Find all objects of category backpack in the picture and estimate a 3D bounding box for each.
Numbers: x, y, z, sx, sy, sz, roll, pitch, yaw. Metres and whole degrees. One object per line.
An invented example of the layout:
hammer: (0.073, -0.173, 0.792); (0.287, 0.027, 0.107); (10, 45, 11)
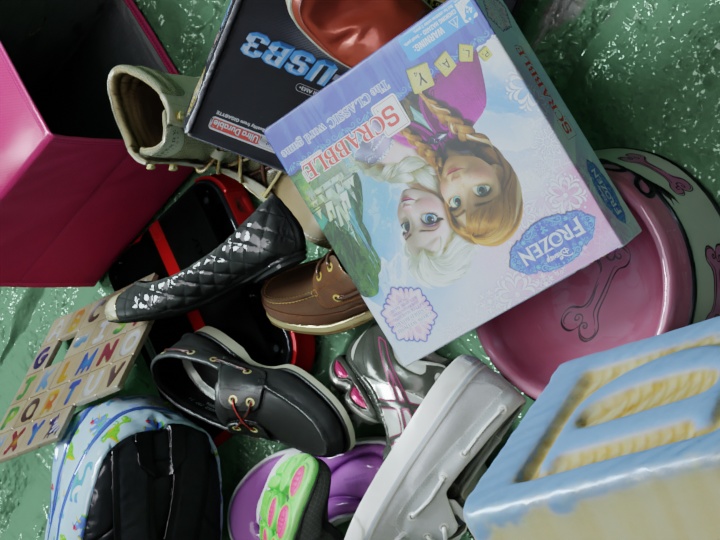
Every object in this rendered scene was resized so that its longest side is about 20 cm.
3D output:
backpack: (-0.191, 0.205, 1.395); (0.154, 0.162, 0.201); (47, 132, 51)

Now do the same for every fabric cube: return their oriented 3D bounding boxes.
fabric cube: (-0.284, -0.120, 1.445); (0.199, 0.200, 0.197); (-46, 64, 29)

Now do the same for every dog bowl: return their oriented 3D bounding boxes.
dog bowl: (0.162, 0.011, 1.182); (0.199, 0.074, 0.201); (0, 91, 37)

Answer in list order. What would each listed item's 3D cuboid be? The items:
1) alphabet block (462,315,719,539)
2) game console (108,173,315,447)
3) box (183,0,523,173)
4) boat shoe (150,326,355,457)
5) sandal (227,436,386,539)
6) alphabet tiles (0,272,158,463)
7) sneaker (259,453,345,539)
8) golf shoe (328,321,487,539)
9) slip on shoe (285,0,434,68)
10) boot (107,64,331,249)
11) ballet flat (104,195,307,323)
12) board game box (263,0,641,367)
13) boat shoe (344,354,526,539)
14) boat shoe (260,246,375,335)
alphabet block: (0.212, 0.162, 1.029); (0.195, 0.196, 0.201); (-19, 106, 37)
game console: (-0.129, 0.036, 1.436); (0.177, 0.031, 0.201); (-41, 65, 36)
box: (-0.006, -0.161, 1.249); (0.050, 0.199, 0.199); (-108, 41, -69)
boat shoe: (-0.087, 0.106, 1.329); (0.201, 0.063, 0.074); (23, 130, 40)
sandal: (-0.045, 0.178, 1.354); (0.202, 0.050, 0.083); (-28, 74, 34)
alphabet tiles: (-0.244, 0.084, 1.446); (0.200, 0.008, 0.168); (-23, 35, 45)
sneaker: (-0.033, 0.230, 1.316); (0.077, 0.083, 0.201); (-129, 34, -61)
golf shoe: (0.056, 0.117, 1.264); (0.088, 0.077, 0.200); (-50, 62, 20)
slip on shoe: (0.035, -0.153, 1.198); (0.200, 0.061, 0.074); (34, 105, -15)
boot: (-0.101, -0.091, 1.330); (0.200, 0.154, 0.072); (50, 118, 28)
ballet flat: (-0.125, -0.002, 1.334); (0.199, 0.066, 0.057); (-23, 86, 28)
board game box: (0.059, -0.063, 1.153); (0.200, 0.041, 0.200); (-32, 90, 34)
boat shoe: (0.050, 0.160, 1.190); (0.068, 0.072, 0.201); (32, 90, 18)
boat shoe: (0.000, 0.000, 1.292); (0.199, 0.072, 0.068); (-8, 127, 37)
